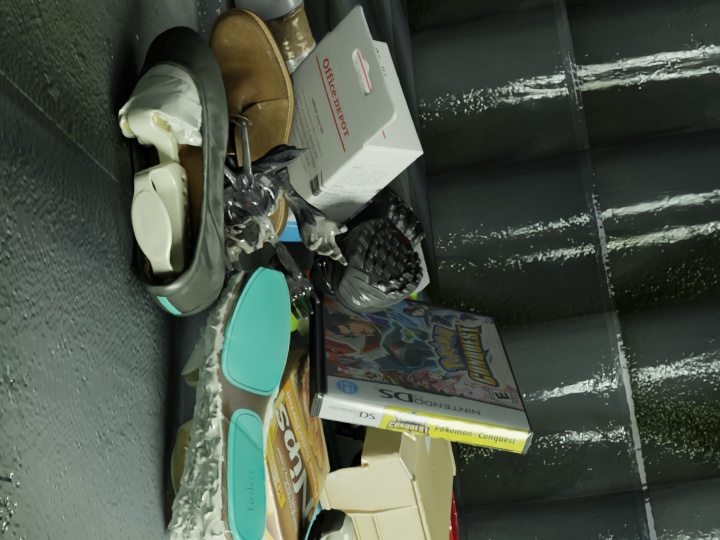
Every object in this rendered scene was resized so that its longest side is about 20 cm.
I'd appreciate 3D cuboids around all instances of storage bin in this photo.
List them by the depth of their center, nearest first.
[{"bbox_3d":[0.031,0.199,1.030,0.200,0.093,0.199,-76,156,-57],"label":"storage bin"}]

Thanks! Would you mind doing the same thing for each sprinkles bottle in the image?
[{"bbox_3d":[-0.073,-0.207,1.068,0.068,0.068,0.200,-87,164,-52],"label":"sprinkles bottle"}]

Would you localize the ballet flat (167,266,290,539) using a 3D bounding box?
[{"bbox_3d":[-0.093,0.089,0.677,0.072,0.072,0.200,66,25,-60],"label":"ballet flat"}]

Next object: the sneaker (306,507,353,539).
[{"bbox_3d":[-0.010,0.270,0.795,0.070,0.093,0.200,-67,170,-64],"label":"sneaker"}]

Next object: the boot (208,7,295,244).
[{"bbox_3d":[-0.098,-0.121,0.856,0.075,0.073,0.201,-11,96,-75],"label":"boot"}]

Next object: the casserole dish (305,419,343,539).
[{"bbox_3d":[-0.044,0.196,1.001,0.121,0.039,0.200,-76,157,-65],"label":"casserole dish"}]

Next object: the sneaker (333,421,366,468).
[{"bbox_3d":[-0.019,0.137,1.168,0.088,0.076,0.201,4,87,-51],"label":"sneaker"}]

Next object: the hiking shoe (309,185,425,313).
[{"bbox_3d":[0.000,0.000,0.914,0.076,0.101,0.200,47,23,-8],"label":"hiking shoe"}]

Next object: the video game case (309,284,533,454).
[{"bbox_3d":[0.045,0.078,0.903,0.200,0.180,0.026,-96,-161,-63],"label":"video game case"}]

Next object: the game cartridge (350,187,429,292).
[{"bbox_3d":[-0.006,-0.066,1.155,0.200,0.038,0.130,40,-25,37],"label":"game cartridge"}]

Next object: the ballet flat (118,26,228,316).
[{"bbox_3d":[-0.120,-0.072,0.671,0.068,0.068,0.201,21,61,-70],"label":"ballet flat"}]

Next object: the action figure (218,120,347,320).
[{"bbox_3d":[-0.070,-0.017,0.777,0.102,0.119,0.200,47,-19,29],"label":"action figure"}]

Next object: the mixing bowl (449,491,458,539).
[{"bbox_3d":[0.074,0.340,1.406,0.200,0.108,0.201,-8,90,-80],"label":"mixing bowl"}]

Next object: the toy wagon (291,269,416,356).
[{"bbox_3d":[0.017,0.064,0.993,0.200,0.155,0.040,48,-45,39],"label":"toy wagon"}]

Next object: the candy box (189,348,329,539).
[{"bbox_3d":[-0.072,0.146,0.807,0.200,0.055,0.116,-64,144,-77],"label":"candy box"}]

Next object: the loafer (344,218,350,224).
[{"bbox_3d":[-0.059,-0.067,1.093,0.073,0.071,0.200,50,-9,11],"label":"loafer"}]

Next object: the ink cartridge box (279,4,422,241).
[{"bbox_3d":[-0.020,-0.121,0.892,0.068,0.200,0.116,1,63,-39],"label":"ink cartridge box"}]
